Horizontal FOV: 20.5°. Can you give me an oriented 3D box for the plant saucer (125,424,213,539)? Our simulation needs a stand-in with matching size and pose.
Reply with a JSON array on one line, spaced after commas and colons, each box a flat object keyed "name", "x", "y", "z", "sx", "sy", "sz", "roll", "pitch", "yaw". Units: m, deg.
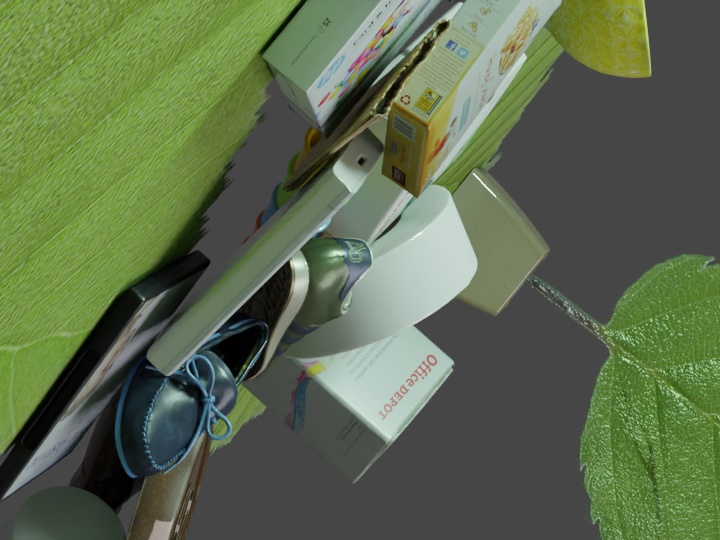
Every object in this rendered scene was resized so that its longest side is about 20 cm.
[{"name": "plant saucer", "x": -0.156, "y": 0.194, "z": 1.609, "sx": 0.200, "sy": 0.034, "sz": 0.201, "roll": 18, "pitch": 90, "yaw": -88}]

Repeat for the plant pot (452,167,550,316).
[{"name": "plant pot", "x": 0.200, "y": -0.035, "z": 3.264, "sx": 0.200, "sy": 0.177, "sz": 0.200, "roll": -51, "pitch": 176, "yaw": 7}]

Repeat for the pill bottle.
[{"name": "pill bottle", "x": -0.263, "y": 0.264, "z": 1.627, "sx": 0.116, "sy": 0.116, "sz": 0.200, "roll": -46, "pitch": 173, "yaw": -42}]

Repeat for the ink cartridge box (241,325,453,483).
[{"name": "ink cartridge box", "x": -0.028, "y": 0.085, "z": 1.942, "sx": 0.145, "sy": 0.200, "sz": 0.088, "roll": -46, "pitch": 173, "yaw": -47}]

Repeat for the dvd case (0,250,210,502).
[{"name": "dvd case", "x": -0.192, "y": 0.077, "z": 1.464, "sx": 0.200, "sy": 0.018, "sz": 0.143, "roll": -52, "pitch": 176, "yaw": 18}]

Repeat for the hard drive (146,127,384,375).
[{"name": "hard drive", "x": -0.068, "y": -0.015, "z": 1.458, "sx": 0.200, "sy": 0.027, "sz": 0.132, "roll": -43, "pitch": -174, "yaw": 20}]

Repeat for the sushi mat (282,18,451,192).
[{"name": "sushi mat", "x": 0.002, "y": -0.114, "z": 1.413, "sx": 0.096, "sy": 0.012, "sz": 0.200, "roll": -54, "pitch": -172, "yaw": -22}]

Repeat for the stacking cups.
[{"name": "stacking cups", "x": -0.052, "y": -0.039, "z": 1.624, "sx": 0.061, "sy": 0.060, "sz": 0.200, "roll": -46, "pitch": 173, "yaw": -41}]

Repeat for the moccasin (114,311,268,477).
[{"name": "moccasin", "x": -0.126, "y": 0.082, "z": 1.516, "sx": 0.200, "sy": 0.068, "sz": 0.081, "roll": -64, "pitch": 144, "yaw": -52}]

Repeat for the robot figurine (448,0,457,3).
[{"name": "robot figurine", "x": 0.134, "y": -0.282, "z": 1.548, "sx": 0.145, "sy": 0.058, "sz": 0.200, "roll": -43, "pitch": 171, "yaw": -40}]

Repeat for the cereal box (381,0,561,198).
[{"name": "cereal box", "x": 0.087, "y": -0.161, "z": 1.464, "sx": 0.200, "sy": 0.039, "sz": 0.144, "roll": -53, "pitch": 170, "yaw": -15}]

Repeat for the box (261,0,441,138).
[{"name": "box", "x": 0.006, "y": -0.171, "z": 1.316, "sx": 0.156, "sy": 0.041, "sz": 0.200, "roll": -51, "pitch": 174, "yaw": -2}]

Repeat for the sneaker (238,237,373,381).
[{"name": "sneaker", "x": -0.048, "y": 0.031, "z": 1.638, "sx": 0.089, "sy": 0.067, "sz": 0.200, "roll": -12, "pitch": 158, "yaw": -25}]

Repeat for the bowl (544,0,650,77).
[{"name": "bowl", "x": 0.203, "y": -0.271, "z": 1.838, "sx": 0.107, "sy": 0.201, "sz": 0.200, "roll": -7, "pitch": -179, "yaw": 8}]

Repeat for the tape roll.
[{"name": "tape roll", "x": 0.000, "y": 0.000, "z": 1.770, "sx": 0.201, "sy": 0.071, "sz": 0.203, "roll": -22, "pitch": -162, "yaw": 7}]

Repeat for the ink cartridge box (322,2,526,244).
[{"name": "ink cartridge box", "x": 0.040, "y": -0.122, "z": 1.718, "sx": 0.200, "sy": 0.084, "sz": 0.146, "roll": -46, "pitch": 173, "yaw": -48}]

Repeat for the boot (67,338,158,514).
[{"name": "boot", "x": -0.173, "y": 0.106, "z": 1.654, "sx": 0.187, "sy": 0.064, "sz": 0.201, "roll": -61, "pitch": 176, "yaw": -48}]
